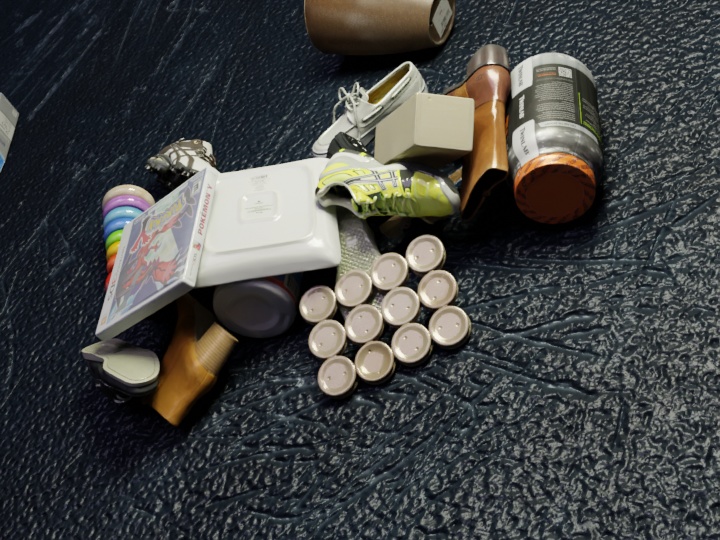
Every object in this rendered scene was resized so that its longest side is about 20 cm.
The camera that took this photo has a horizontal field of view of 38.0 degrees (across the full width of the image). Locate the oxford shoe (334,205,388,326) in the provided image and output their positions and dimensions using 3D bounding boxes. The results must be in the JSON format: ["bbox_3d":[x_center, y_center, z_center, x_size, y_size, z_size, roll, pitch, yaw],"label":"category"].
[{"bbox_3d":[0.000,0.000,1.335,0.074,0.058,0.202,-20,56,6],"label":"oxford shoe"}]

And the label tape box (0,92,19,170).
[{"bbox_3d":[-0.774,-0.250,2.086,0.141,0.066,0.202,-21,40,15],"label":"label tape box"}]

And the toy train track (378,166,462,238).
[{"bbox_3d":[0.113,-0.098,1.376,0.199,0.033,0.115,-36,33,-11],"label":"toy train track"}]

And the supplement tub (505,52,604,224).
[{"bbox_3d":[0.235,-0.162,1.282,0.121,0.123,0.202,-14,43,21],"label":"supplement tub"}]

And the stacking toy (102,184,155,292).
[{"bbox_3d":[-0.358,-0.034,1.588,0.084,0.086,0.202,-20,45,15],"label":"stacking toy"}]

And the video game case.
[{"bbox_3d":[-0.265,-0.021,1.356,0.199,0.023,0.185,-28,43,38],"label":"video game case"}]

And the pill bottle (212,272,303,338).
[{"bbox_3d":[-0.127,-0.020,1.392,0.110,0.113,0.202,-14,43,21],"label":"pill bottle"}]

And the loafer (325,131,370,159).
[{"bbox_3d":[-0.009,-0.124,1.449,0.071,0.067,0.201,-57,28,18],"label":"loafer"}]

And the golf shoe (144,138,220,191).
[{"bbox_3d":[-0.260,-0.170,1.656,0.198,0.078,0.095,21,63,43],"label":"golf shoe"}]

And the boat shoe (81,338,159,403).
[{"bbox_3d":[-0.306,0.139,1.359,0.071,0.069,0.199,-15,13,-29],"label":"boat shoe"}]

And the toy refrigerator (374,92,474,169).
[{"bbox_3d":[0.077,-0.171,1.321,0.200,0.074,0.071,161,112,-77],"label":"toy refrigerator"}]

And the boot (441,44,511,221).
[{"bbox_3d":[0.144,-0.150,1.320,0.188,0.067,0.203,133,146,-54],"label":"boot"}]

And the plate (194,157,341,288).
[{"bbox_3d":[-0.128,-0.072,1.340,0.196,0.033,0.202,-9,46,4],"label":"plate"}]

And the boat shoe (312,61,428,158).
[{"bbox_3d":[0.003,-0.243,1.544,0.200,0.087,0.075,-32,40,1],"label":"boat shoe"}]

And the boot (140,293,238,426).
[{"bbox_3d":[-0.242,0.113,1.374,0.145,0.071,0.201,-51,31,-2],"label":"boot"}]

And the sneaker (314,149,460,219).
[{"bbox_3d":[0.033,-0.091,1.296,0.197,0.076,0.077,12,51,33],"label":"sneaker"}]

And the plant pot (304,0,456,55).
[{"bbox_3d":[0.044,-0.418,1.642,0.197,0.188,0.188,18,60,26],"label":"plant pot"}]

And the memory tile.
[{"bbox_3d":[0.027,0.056,1.254,0.197,0.017,0.155,-24,59,9],"label":"memory tile"}]
